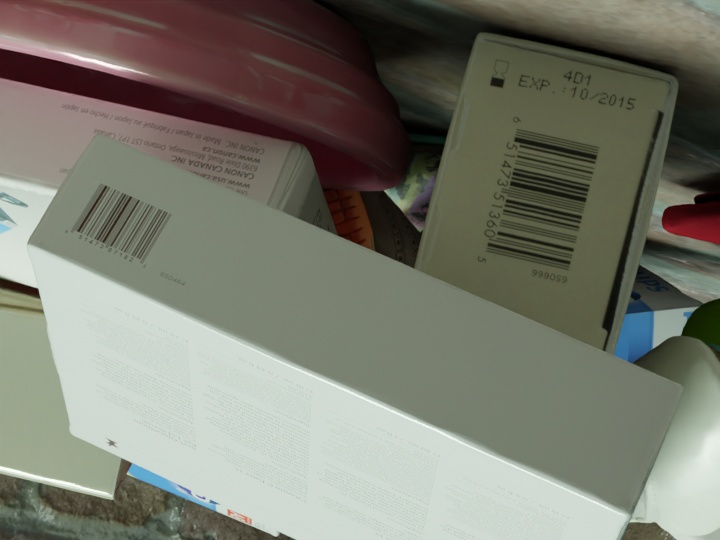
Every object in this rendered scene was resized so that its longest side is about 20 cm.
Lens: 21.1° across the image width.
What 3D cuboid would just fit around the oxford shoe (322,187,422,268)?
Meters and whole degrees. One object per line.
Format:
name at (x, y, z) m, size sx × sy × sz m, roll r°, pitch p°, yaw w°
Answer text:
oxford shoe at (0.000, 0.000, 0.838) m, size 0.071 × 0.200 × 0.073 m, roll -7°, pitch -160°, yaw 39°

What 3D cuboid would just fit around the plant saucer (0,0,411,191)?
plant saucer at (-0.075, -0.079, 0.706) m, size 0.200 × 0.051 × 0.201 m, roll 16°, pitch 176°, yaw 1°

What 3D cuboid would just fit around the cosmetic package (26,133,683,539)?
cosmetic package at (-0.006, 0.047, 0.641) m, size 0.200 × 0.052 × 0.151 m, roll 24°, pitch 152°, yaw 9°

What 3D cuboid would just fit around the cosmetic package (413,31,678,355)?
cosmetic package at (0.067, -0.013, 0.720) m, size 0.071 × 0.106 × 0.200 m, roll 14°, pitch 177°, yaw 6°

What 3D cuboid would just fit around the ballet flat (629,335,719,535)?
ballet flat at (0.095, 0.070, 0.718) m, size 0.069 × 0.070 × 0.200 m, roll 15°, pitch 170°, yaw -1°

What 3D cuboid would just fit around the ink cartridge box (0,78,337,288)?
ink cartridge box at (-0.101, -0.009, 0.742) m, size 0.199 × 0.045 × 0.176 m, roll 14°, pitch 157°, yaw 17°

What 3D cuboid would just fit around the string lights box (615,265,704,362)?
string lights box at (0.076, 0.038, 1.060) m, size 0.199 × 0.059 × 0.103 m, roll -5°, pitch -161°, yaw -17°

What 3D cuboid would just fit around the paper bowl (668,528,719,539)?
paper bowl at (0.247, 0.077, 0.972) m, size 0.200 × 0.105 × 0.201 m, roll 6°, pitch 149°, yaw 4°

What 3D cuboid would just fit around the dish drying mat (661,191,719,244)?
dish drying mat at (0.192, -0.021, 0.765) m, size 0.077 × 0.018 × 0.200 m, roll 13°, pitch 175°, yaw -14°

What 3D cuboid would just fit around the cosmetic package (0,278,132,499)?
cosmetic package at (-0.184, 0.029, 0.788) m, size 0.199 × 0.073 × 0.104 m, roll 13°, pitch -176°, yaw -3°

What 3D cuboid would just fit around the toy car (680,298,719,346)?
toy car at (0.213, 0.099, 0.678) m, size 0.158 × 0.201 × 0.164 m, roll 24°, pitch 151°, yaw -35°

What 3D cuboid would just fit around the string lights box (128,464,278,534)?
string lights box at (-0.118, 0.048, 0.909) m, size 0.200 × 0.059 × 0.103 m, roll 22°, pitch 156°, yaw 6°

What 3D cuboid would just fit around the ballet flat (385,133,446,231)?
ballet flat at (-0.023, -0.037, 0.936) m, size 0.200 × 0.071 × 0.069 m, roll 11°, pitch 173°, yaw 40°
